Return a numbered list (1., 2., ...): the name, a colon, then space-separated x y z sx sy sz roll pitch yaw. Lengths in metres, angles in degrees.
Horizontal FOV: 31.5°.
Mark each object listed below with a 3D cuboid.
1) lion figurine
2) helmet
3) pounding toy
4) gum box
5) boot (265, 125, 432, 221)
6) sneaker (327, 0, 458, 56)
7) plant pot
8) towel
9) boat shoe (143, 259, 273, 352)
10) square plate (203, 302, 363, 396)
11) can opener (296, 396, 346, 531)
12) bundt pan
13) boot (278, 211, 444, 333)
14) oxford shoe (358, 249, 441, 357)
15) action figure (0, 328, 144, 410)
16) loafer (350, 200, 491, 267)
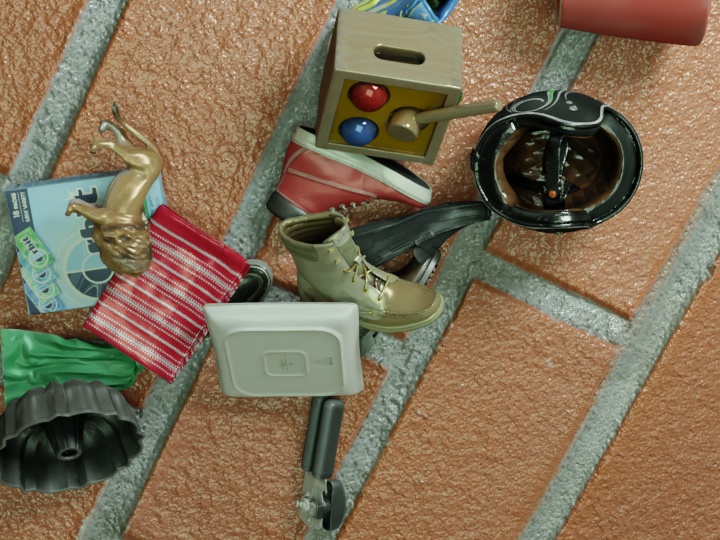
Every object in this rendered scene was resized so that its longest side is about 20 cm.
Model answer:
1. lion figurine: -0.295 -0.099 1.610 0.122 0.072 0.200 21 91 -13
2. helmet: 0.251 -0.139 1.630 0.200 0.191 0.201 8 105 30
3. pounding toy: 0.056 -0.214 1.574 0.199 0.142 0.184 8 148 -7
4. gum box: -0.349 -0.041 1.678 0.199 0.045 0.170 -8 104 -2
5. boot: -0.017 -0.089 1.684 0.200 0.072 0.145 21 103 -3
6. sneaker: 0.045 -0.320 1.610 0.200 0.105 0.076 -35 104 4
7. plant pot: 0.332 -0.377 1.588 0.177 0.200 0.201 -1 104 6
8. towel: -0.252 0.031 1.659 0.144 0.022 0.200 34 99 0
9. boat shoe: -0.202 0.058 1.705 0.200 0.064 0.071 -34 104 4
10. square plate: -0.098 0.112 1.681 0.198 0.028 0.200 0 141 3
11. can opener: -0.051 0.267 1.786 0.066 0.053 0.201 -7 110 -39
12. bundt pan: -0.390 0.211 1.686 0.201 0.076 0.202 -14 146 -10
13. boot: 0.000 0.000 1.616 0.200 0.072 0.155 7 140 22
14. oxford shoe: 0.025 0.032 1.716 0.200 0.073 0.084 -44 96 4
15. action figure: -0.376 0.128 1.714 0.199 0.055 0.118 -3 103 -11
16. loafer: 0.078 -0.043 1.678 0.200 0.068 0.071 -16 87 9
